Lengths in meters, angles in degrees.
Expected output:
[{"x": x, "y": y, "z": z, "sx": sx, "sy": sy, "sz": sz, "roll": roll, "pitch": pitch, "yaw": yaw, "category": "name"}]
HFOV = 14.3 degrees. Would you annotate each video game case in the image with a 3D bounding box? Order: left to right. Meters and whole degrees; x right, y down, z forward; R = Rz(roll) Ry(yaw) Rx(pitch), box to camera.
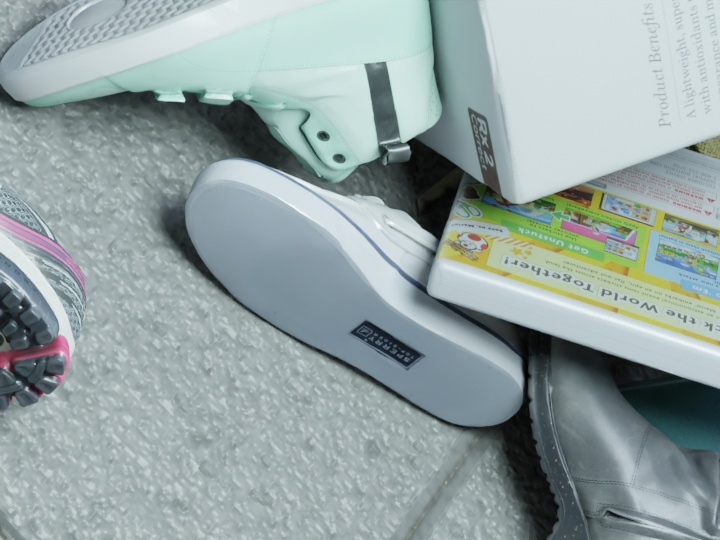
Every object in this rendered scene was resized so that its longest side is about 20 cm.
[{"x": 0.143, "y": -0.010, "z": 1.382, "sx": 0.200, "sy": 0.023, "sz": 0.182, "roll": 18, "pitch": 32, "yaw": 2, "category": "video game case"}]

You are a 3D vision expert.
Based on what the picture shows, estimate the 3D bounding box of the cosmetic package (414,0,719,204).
[{"x": 0.116, "y": -0.154, "z": 1.368, "sx": 0.200, "sy": 0.165, "sz": 0.165, "roll": -18, "pitch": 113, "yaw": -15, "category": "cosmetic package"}]

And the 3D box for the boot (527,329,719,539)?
[{"x": 0.151, "y": 0.093, "z": 1.368, "sx": 0.070, "sy": 0.132, "sz": 0.200, "roll": 48, "pitch": 35, "yaw": -74, "category": "boot"}]

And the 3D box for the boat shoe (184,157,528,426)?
[{"x": 0.000, "y": 0.000, "z": 1.363, "sx": 0.200, "sy": 0.074, "sz": 0.065, "roll": 39, "pitch": 41, "yaw": -28, "category": "boat shoe"}]

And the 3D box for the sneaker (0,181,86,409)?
[{"x": -0.195, "y": -0.031, "z": 1.217, "sx": 0.200, "sy": 0.081, "sz": 0.075, "roll": 52, "pitch": 27, "yaw": -21, "category": "sneaker"}]

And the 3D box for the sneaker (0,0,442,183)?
[{"x": -0.060, "y": -0.079, "z": 1.324, "sx": 0.074, "sy": 0.200, "sz": 0.118, "roll": -98, "pitch": 172, "yaw": -61, "category": "sneaker"}]

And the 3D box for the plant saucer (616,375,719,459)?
[{"x": 0.200, "y": 0.074, "z": 1.405, "sx": 0.019, "sy": 0.200, "sz": 0.070, "roll": 63, "pitch": 22, "yaw": -58, "category": "plant saucer"}]

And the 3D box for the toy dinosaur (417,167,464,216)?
[{"x": 0.110, "y": -0.067, "z": 1.502, "sx": 0.200, "sy": 0.047, "sz": 0.088, "roll": 3, "pitch": 70, "yaw": -34, "category": "toy dinosaur"}]

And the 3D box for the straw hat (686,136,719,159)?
[{"x": 0.216, "y": -0.081, "z": 1.550, "sx": 0.085, "sy": 0.201, "sz": 0.201, "roll": -33, "pitch": 87, "yaw": 0, "category": "straw hat"}]
